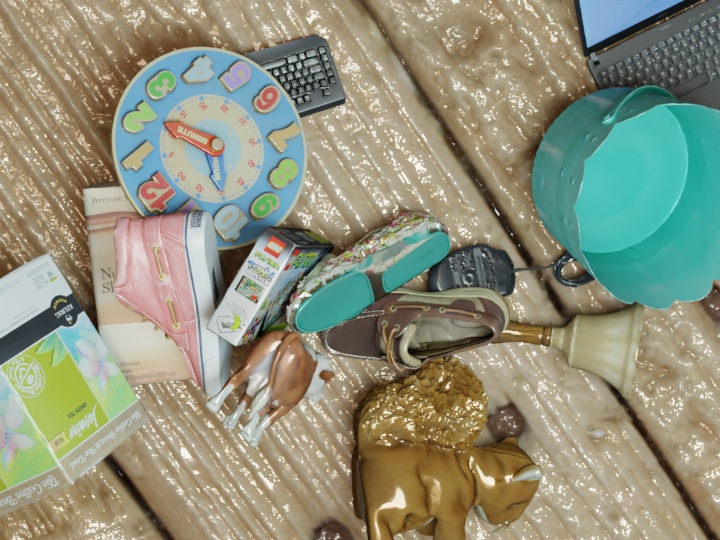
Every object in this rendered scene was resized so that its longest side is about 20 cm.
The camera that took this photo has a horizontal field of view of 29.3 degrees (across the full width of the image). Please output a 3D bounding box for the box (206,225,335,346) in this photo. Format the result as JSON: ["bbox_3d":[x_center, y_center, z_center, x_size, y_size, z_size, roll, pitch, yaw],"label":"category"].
[{"bbox_3d":[-0.083,0.013,1.331,0.035,0.200,0.110,32,96,7],"label":"box"}]

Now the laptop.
[{"bbox_3d":[0.320,-0.224,1.359,0.177,0.103,0.200,-26,97,3],"label":"laptop"}]

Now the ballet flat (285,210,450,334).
[{"bbox_3d":[0.000,0.000,1.376,0.200,0.064,0.076,-27,134,-24],"label":"ballet flat"}]

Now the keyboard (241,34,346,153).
[{"bbox_3d":[-0.110,-0.152,1.379,0.200,0.021,0.127,-19,95,-10],"label":"keyboard"}]

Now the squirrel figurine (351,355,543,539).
[{"bbox_3d":[0.089,0.189,1.394,0.186,0.142,0.200,-5,100,-7],"label":"squirrel figurine"}]

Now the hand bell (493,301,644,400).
[{"bbox_3d":[0.185,0.067,1.416,0.200,0.104,0.104,8,97,11],"label":"hand bell"}]

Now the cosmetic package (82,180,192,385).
[{"bbox_3d":[-0.214,0.008,1.384,0.103,0.087,0.200,-7,97,-1],"label":"cosmetic package"}]

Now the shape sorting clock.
[{"bbox_3d":[-0.143,-0.118,1.328,0.200,0.039,0.200,2,85,-23],"label":"shape sorting clock"}]

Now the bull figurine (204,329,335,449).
[{"bbox_3d":[-0.085,0.113,1.351,0.065,0.200,0.121,36,80,15],"label":"bull figurine"}]

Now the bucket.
[{"bbox_3d":[0.272,-0.079,1.329,0.207,0.135,0.207,-6,111,-15],"label":"bucket"}]

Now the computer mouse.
[{"bbox_3d":[0.167,-0.002,1.425,0.200,0.034,0.059,-7,86,-6],"label":"computer mouse"}]

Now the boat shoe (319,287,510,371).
[{"bbox_3d":[0.048,0.062,1.383,0.200,0.072,0.072,-4,114,16],"label":"boat shoe"}]

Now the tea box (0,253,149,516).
[{"bbox_3d":[-0.351,0.124,1.335,0.200,0.134,0.197,-27,99,35],"label":"tea box"}]

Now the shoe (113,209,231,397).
[{"bbox_3d":[-0.178,0.034,1.306,0.091,0.072,0.200,-1,122,6],"label":"shoe"}]
